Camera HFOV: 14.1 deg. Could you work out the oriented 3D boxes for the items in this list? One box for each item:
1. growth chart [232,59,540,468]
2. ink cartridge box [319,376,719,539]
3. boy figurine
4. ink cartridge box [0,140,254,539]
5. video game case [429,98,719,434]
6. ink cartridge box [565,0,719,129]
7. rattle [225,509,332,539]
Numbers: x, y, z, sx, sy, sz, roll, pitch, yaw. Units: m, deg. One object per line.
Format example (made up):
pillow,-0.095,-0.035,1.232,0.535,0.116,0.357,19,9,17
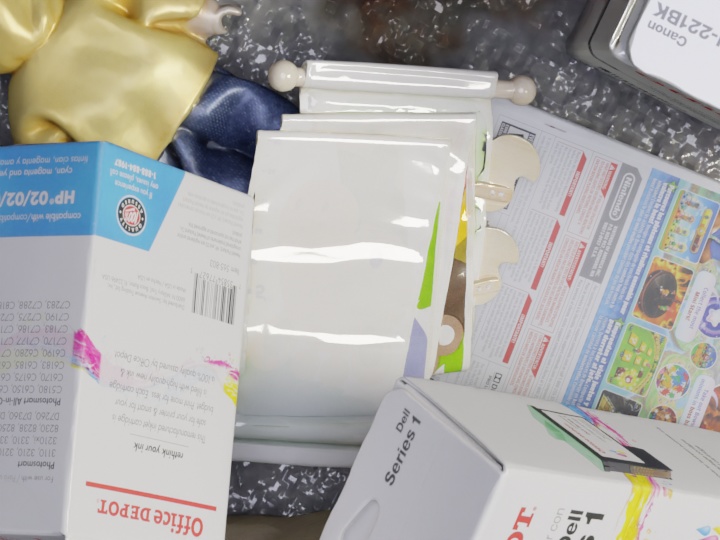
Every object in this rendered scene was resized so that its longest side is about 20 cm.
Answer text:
growth chart,0.000,0.000,1.292,0.144,0.018,0.201,11,102,-24
ink cartridge box,0.081,0.138,1.253,0.199,0.084,0.145,12,108,-40
boy figurine,-0.109,-0.077,1.304,0.199,0.064,0.125,30,94,-2
ink cartridge box,-0.108,0.057,1.206,0.068,0.115,0.201,-1,79,32
video game case,0.125,0.021,1.338,0.199,0.018,0.144,22,94,-2
ink cartridge box,0.175,-0.097,1.237,0.144,0.200,0.084,26,94,-3
rattle,-0.025,0.174,1.309,0.199,0.130,0.144,-11,91,-21
